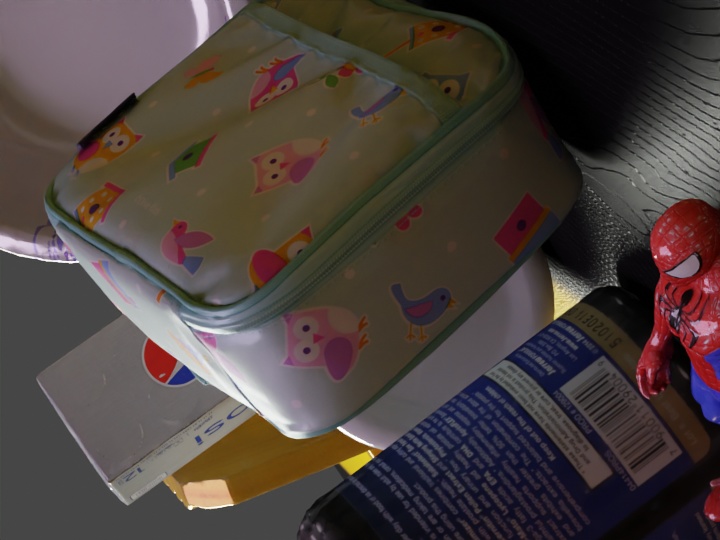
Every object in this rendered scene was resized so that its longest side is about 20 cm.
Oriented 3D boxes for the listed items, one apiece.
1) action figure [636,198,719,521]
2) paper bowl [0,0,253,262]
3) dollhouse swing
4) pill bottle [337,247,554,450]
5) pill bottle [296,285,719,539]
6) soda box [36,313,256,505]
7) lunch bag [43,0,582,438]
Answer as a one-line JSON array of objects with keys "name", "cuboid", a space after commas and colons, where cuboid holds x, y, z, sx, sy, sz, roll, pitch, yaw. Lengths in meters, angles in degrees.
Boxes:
[{"name": "action figure", "cuboid": [0.119, 0.038, 0.850, 0.066, 0.052, 0.200, 54, 171, 37]}, {"name": "paper bowl", "cuboid": [-0.122, -0.113, 1.167, 0.201, 0.200, 0.104, 56, -154, -12]}, {"name": "dollhouse swing", "cuboid": [0.007, 0.128, 1.478, 0.182, 0.175, 0.200, 56, 172, -14]}, {"name": "pill bottle", "cuboid": [0.000, 0.000, 1.165, 0.116, 0.115, 0.200, 57, 173, -19]}, {"name": "pill bottle", "cuboid": [0.048, 0.106, 0.993, 0.112, 0.200, 0.112, 53, 173, 9]}, {"name": "soda box", "cuboid": [-0.058, 0.028, 1.323, 0.068, 0.200, 0.063, 52, 174, 15]}, {"name": "lunch bag", "cuboid": [-0.020, -0.035, 0.978, 0.077, 0.160, 0.200, 52, 169, -31]}]
